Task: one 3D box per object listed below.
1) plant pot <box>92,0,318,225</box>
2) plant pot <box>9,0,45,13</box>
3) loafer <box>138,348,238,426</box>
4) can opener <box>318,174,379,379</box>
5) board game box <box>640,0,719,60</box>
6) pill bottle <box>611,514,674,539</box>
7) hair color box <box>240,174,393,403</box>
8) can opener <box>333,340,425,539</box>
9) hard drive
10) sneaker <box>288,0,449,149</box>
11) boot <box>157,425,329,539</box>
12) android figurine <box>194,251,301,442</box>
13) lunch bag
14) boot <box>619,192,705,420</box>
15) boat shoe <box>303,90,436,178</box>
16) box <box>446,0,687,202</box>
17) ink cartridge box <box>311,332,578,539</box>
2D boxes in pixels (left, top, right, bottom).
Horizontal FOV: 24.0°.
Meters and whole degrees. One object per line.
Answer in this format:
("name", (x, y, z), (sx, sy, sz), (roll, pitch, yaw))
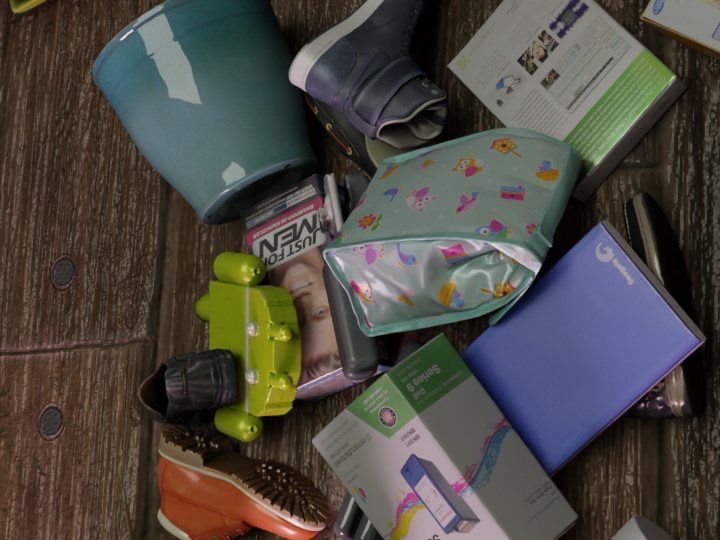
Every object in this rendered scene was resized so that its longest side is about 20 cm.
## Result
("plant pot", (-0.141, -0.157, 1.703), (0.199, 0.200, 0.189), (-33, 77, 22))
("plant pot", (-0.386, -0.419, 1.921), (0.198, 0.181, 0.201), (-24, 67, 26))
("loafer", (-0.187, 0.116, 1.681), (0.200, 0.072, 0.073), (146, 117, -62))
("can opener", (0.000, 0.000, 1.588), (0.066, 0.053, 0.201), (-9, 69, -9))
("board game box", (0.367, -0.246, 1.484), (0.200, 0.040, 0.154), (33, 96, 34))
("pill bottle", (0.192, 0.303, 1.416), (0.200, 0.111, 0.111), (-49, 58, 13))
("hair color box", (-0.045, 0.018, 1.669), (0.100, 0.060, 0.201), (-26, 66, 25))
("can opener", (0.022, 0.161, 1.586), (0.053, 0.067, 0.201), (21, 90, 35))
("hard drive", (0.180, 0.073, 1.452), (0.200, 0.025, 0.132), (-45, 73, 23))
("sneaker", (0.050, -0.205, 1.635), (0.146, 0.077, 0.202), (37, 64, 20))
("boot", (-0.119, 0.237, 1.665), (0.199, 0.075, 0.108), (21, 106, 31))
("android figurine", (-0.111, 0.075, 1.651), (0.200, 0.041, 0.184), (12, 102, 62))
("lunch bag", (0.095, -0.037, 1.507), (0.199, 0.122, 0.171), (-10, 31, 30))
("boot", (0.215, 0.043, 1.492), (0.150, 0.073, 0.201), (-16, 78, 28))
("boat shoe", (0.014, -0.135, 1.672), (0.202, 0.073, 0.063), (54, 147, 19))
("box", (0.190, -0.181, 1.585), (0.144, 0.036, 0.200), (-48, 57, 14))
("ink cartridge box", (0.072, 0.180, 1.470), (0.200, 0.087, 0.145), (52, 139, 5))
